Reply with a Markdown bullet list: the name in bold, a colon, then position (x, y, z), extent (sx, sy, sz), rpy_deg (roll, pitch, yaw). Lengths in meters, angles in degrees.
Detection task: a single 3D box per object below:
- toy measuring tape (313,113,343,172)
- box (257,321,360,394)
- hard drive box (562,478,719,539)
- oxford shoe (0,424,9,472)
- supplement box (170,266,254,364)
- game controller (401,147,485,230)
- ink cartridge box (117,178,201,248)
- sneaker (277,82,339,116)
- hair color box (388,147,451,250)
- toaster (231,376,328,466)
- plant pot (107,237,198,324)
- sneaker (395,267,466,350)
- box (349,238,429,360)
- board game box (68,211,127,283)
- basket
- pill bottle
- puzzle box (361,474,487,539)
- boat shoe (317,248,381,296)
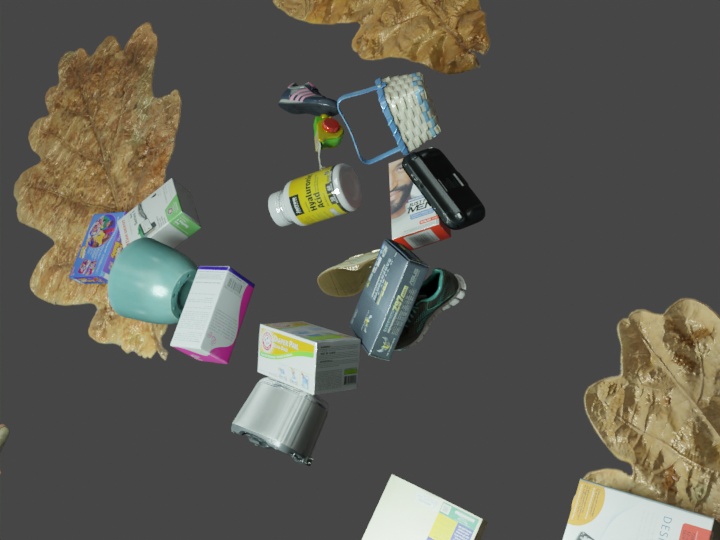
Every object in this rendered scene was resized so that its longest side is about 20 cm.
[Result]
- **toy measuring tape**: position (-0.071, -0.300, 1.932), extent (0.073, 0.074, 0.200), rpy_deg (-24, 50, 21)
- **box**: position (-0.106, 0.169, 1.612), extent (0.200, 0.112, 0.102), rpy_deg (12, 100, 50)
- **hard drive box**: position (0.405, 0.413, 1.191), extent (0.200, 0.077, 0.156), rpy_deg (8, 69, 37)
- **oxford shoe**: position (-0.940, 0.493, 2.074), extent (0.075, 0.070, 0.200), rpy_deg (17, 71, 12)
- **supplement box**: position (-0.336, 0.101, 1.858), extent (0.103, 0.101, 0.200), rpy_deg (1, 64, 34)
- **game controller**: position (0.170, -0.170, 1.659), extent (0.200, 0.104, 0.042), rpy_deg (57, 141, 21)
- **ink cartridge box**: position (-0.529, -0.120, 2.129), extent (0.200, 0.084, 0.146), rpy_deg (-36, 49, 11)
- **sneaker**: position (-0.123, -0.439, 2.051), extent (0.200, 0.070, 0.082), rpy_deg (15, 76, 37)
- **hair color box**: position (0.123, -0.151, 1.721), extent (0.111, 0.064, 0.200), rpy_deg (-18, 54, 25)
- **toaster**: position (-0.151, 0.295, 1.611), extent (0.200, 0.114, 0.129), rpy_deg (10, 68, 41)
- **plant pot**: position (-0.468, 0.037, 1.930), extent (0.161, 0.201, 0.201), rpy_deg (16, 73, 26)
- **sneaker**: position (0.111, 0.068, 1.580), extent (0.200, 0.091, 0.078), rpy_deg (-47, 51, 3)
- **box**: position (0.052, 0.053, 1.577), extent (0.200, 0.051, 0.158), rpy_deg (-68, 21, 11)
- **board game box**: position (-0.712, -0.062, 2.245), extent (0.134, 0.045, 0.200), rpy_deg (-1, 64, 34)
- **basket**: position (0.067, -0.336, 1.802), extent (0.200, 0.177, 0.139), rpy_deg (-20, 38, 7)
- **pill bottle**: position (-0.106, -0.164, 1.852), extent (0.200, 0.111, 0.112), rpy_deg (-16, 56, 27)
- **puzzle box**: position (0.107, 0.452, 1.402), extent (0.200, 0.025, 0.133), rpy_deg (17, 74, 39)
- **boat shoe**: position (0.000, 0.000, 1.721), extent (0.200, 0.072, 0.065), rpy_deg (-21, 17, 31)
